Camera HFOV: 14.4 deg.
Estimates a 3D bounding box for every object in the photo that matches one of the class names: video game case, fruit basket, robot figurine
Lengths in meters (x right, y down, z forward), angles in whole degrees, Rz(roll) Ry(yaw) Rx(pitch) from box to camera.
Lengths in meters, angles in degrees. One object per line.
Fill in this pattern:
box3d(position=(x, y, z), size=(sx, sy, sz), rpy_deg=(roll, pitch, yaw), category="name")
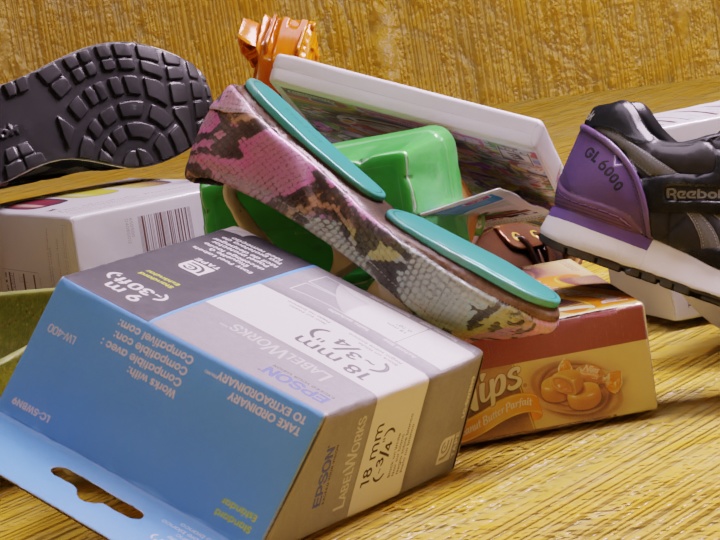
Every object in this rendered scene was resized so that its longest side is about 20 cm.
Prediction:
box3d(position=(0.040, -0.064, 1.505), size=(0.142, 0.018, 0.200), rpy_deg=(15, -8, 13), category="video game case")
box3d(position=(-0.002, -0.011, 1.442), size=(0.184, 0.094, 0.200), rpy_deg=(-9, -9, 10), category="fruit basket")
box3d(position=(-0.058, -0.050, 1.717), size=(0.058, 0.201, 0.145), rpy_deg=(11, 47, 4), category="robot figurine")

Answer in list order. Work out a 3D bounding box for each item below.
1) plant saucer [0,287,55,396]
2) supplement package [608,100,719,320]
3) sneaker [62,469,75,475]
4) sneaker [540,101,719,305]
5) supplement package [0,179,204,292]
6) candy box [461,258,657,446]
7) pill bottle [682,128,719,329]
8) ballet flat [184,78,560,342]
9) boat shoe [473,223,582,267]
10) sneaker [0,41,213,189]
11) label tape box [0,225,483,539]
box3d(position=(-0.224, 0.070, 1.454), size=(0.199, 0.048, 0.199), rpy_deg=(-29, 14, -35), category="plant saucer")
box3d(position=(0.245, -0.045, 1.638), size=(0.199, 0.115, 0.109), rpy_deg=(-12, 6, -13), category="supplement package")
box3d(position=(-0.112, 0.076, 1.362), size=(0.088, 0.076, 0.200), rpy_deg=(-22, 0, 11), category="sneaker")
box3d(position=(0.187, -0.023, 1.339), size=(0.199, 0.088, 0.076), rpy_deg=(20, 3, 17), category="sneaker")
box3d(position=(-0.141, 0.010, 1.645), size=(0.113, 0.110, 0.200), rpy_deg=(-12, 7, -24), category="supplement package")
box3d(position=(0.070, 0.038, 1.414), size=(0.115, 0.056, 0.200), rpy_deg=(-11, 8, -4), category="candy box")
box3d(position=(0.250, -0.057, 1.500), size=(0.200, 0.113, 0.112), rpy_deg=(-45, 24, -26), category="pill bottle")
box3d(position=(0.000, -0.010, 1.307), size=(0.200, 0.071, 0.069), rpy_deg=(36, 10, 19), category="ballet flat")
box3d(position=(0.087, -0.005, 1.699), size=(0.067, 0.072, 0.200), rpy_deg=(-9, 4, 17), category="boat shoe")
box3d(position=(-0.189, -0.087, 1.697), size=(0.199, 0.076, 0.087), rpy_deg=(-12, 1, -21), category="sneaker")
box3d(position=(-0.059, 0.052, 1.208), size=(0.144, 0.064, 0.200), rpy_deg=(26, 23, 25), category="label tape box")
